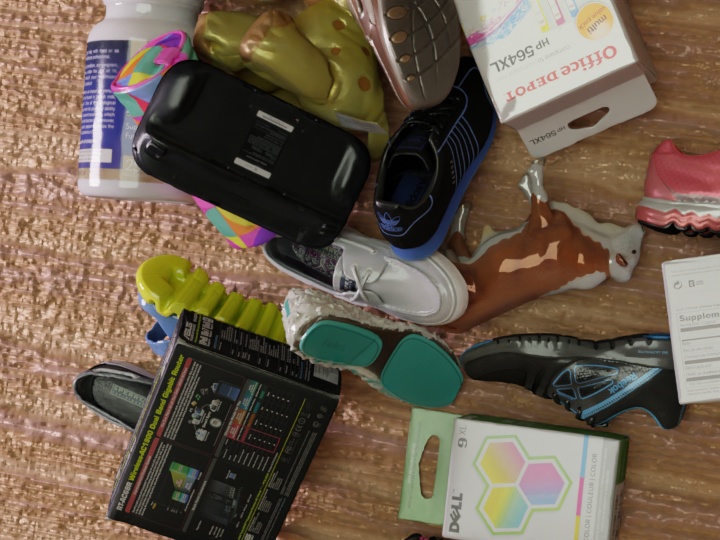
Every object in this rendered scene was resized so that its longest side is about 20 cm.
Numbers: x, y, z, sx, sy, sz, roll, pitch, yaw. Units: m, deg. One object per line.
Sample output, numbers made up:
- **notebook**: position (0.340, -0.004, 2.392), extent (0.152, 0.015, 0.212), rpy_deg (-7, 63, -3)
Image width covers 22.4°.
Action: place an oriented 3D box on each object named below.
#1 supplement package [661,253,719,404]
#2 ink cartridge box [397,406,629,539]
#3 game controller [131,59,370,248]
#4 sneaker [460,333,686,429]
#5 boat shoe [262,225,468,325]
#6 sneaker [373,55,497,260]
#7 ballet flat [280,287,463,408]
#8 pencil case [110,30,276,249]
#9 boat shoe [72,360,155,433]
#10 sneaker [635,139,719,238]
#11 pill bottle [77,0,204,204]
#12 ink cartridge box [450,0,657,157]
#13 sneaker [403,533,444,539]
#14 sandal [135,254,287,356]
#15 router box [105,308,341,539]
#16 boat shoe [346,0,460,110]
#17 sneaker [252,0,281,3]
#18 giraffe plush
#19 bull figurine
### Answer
- **supplement package**: position (0.331, 0.038, 1.436), extent (0.155, 0.200, 0.112), rpy_deg (-8, 88, 16)
- **ink cartridge box**: position (0.126, 0.182, 1.570), extent (0.198, 0.059, 0.105), rpy_deg (7, 91, 17)
- **game controller**: position (-0.089, -0.096, 1.524), extent (0.199, 0.042, 0.105), rpy_deg (25, 89, -21)
- **sneaker**: position (0.181, 0.094, 1.548), extent (0.198, 0.073, 0.083), rpy_deg (1, 91, 18)
- **boat shoe**: position (0.000, 0.000, 1.576), extent (0.199, 0.068, 0.072), rpy_deg (28, 121, 31)
- **sneaker**: position (0.064, -0.110, 1.546), extent (0.070, 0.078, 0.201), rpy_deg (8, 63, 23)
- **ballet flat**: position (0.010, 0.059, 1.562), extent (0.071, 0.199, 0.072), rpy_deg (-23, 54, 37)
- **pencil case**: position (-0.128, -0.110, 1.570), extent (0.088, 0.089, 0.200), rpy_deg (-32, 117, 14)
- **boat shoe**: position (-0.168, 0.132, 1.655), extent (0.198, 0.068, 0.074), rpy_deg (25, 97, 15)
- **sneaker**: position (0.329, -0.069, 1.506), extent (0.199, 0.074, 0.088), rpy_deg (5, 87, 16)
- **pill bottle**: position (-0.193, -0.164, 1.642), extent (0.115, 0.116, 0.202), rpy_deg (4, 91, 17)
- **ink cartridge box**: position (0.159, -0.210, 1.531), extent (0.128, 0.125, 0.201), rpy_deg (-24, 82, 15)
- **sneaker**: position (0.069, 0.268, 1.578), extent (0.199, 0.077, 0.084), rpy_deg (-12, 90, 15)
- **sandal**: position (-0.119, 0.065, 1.647), extent (0.199, 0.080, 0.087), rpy_deg (32, 132, 9)
- **router box**: position (-0.120, 0.149, 1.585), extent (0.149, 0.062, 0.201), rpy_deg (20, 116, -10)
- **boat shoe**: position (0.027, -0.224, 1.503), extent (0.072, 0.075, 0.202), rpy_deg (-31, 68, 59)
- **sneaker**: position (-0.109, -0.340, 1.625), extent (0.200, 0.075, 0.088), rpy_deg (53, 147, 4)
- **giraffe plush**: position (-0.022, -0.210, 1.583), extent (0.199, 0.173, 0.163), rpy_deg (21, 74, 27)
- **bull figurine**: position (0.142, -0.020, 1.566), extent (0.199, 0.065, 0.122), rpy_deg (-24, 80, 14)
